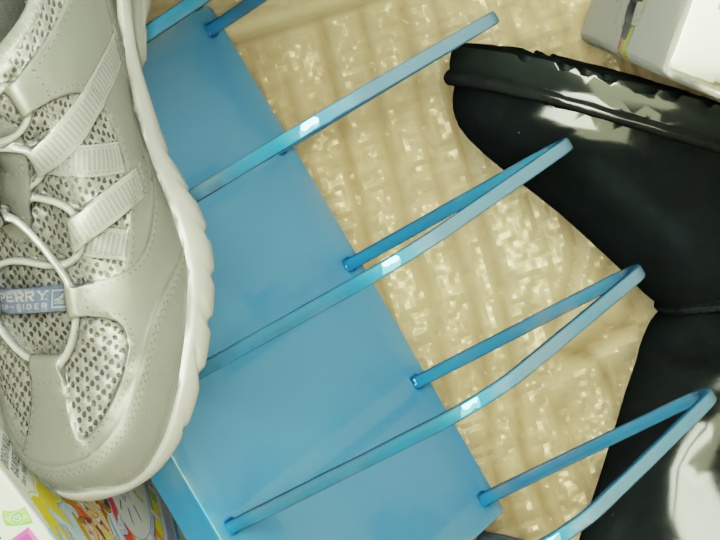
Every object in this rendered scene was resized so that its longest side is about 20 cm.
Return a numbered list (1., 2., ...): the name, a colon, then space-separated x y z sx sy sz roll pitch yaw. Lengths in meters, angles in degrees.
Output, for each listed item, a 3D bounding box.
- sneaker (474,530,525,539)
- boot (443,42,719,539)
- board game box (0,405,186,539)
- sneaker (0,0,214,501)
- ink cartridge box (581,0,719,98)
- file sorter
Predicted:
1. sneaker: 0.013 0.184 0.959 0.084 0.075 0.201 17 88 -7
2. boot: 0.103 0.025 0.936 0.199 0.076 0.169 17 95 -12
3. board game box: -0.082 0.083 0.866 0.034 0.200 0.135 -36 101 7
4. sneaker: -0.097 -0.034 0.764 0.074 0.082 0.201 -10 89 33
5. ink cartridge box: 0.146 -0.077 0.860 0.115 0.200 0.068 18 97 -8
6. file sorter: 0.000 0.000 0.858 0.122 0.139 0.201 -28 93 35
